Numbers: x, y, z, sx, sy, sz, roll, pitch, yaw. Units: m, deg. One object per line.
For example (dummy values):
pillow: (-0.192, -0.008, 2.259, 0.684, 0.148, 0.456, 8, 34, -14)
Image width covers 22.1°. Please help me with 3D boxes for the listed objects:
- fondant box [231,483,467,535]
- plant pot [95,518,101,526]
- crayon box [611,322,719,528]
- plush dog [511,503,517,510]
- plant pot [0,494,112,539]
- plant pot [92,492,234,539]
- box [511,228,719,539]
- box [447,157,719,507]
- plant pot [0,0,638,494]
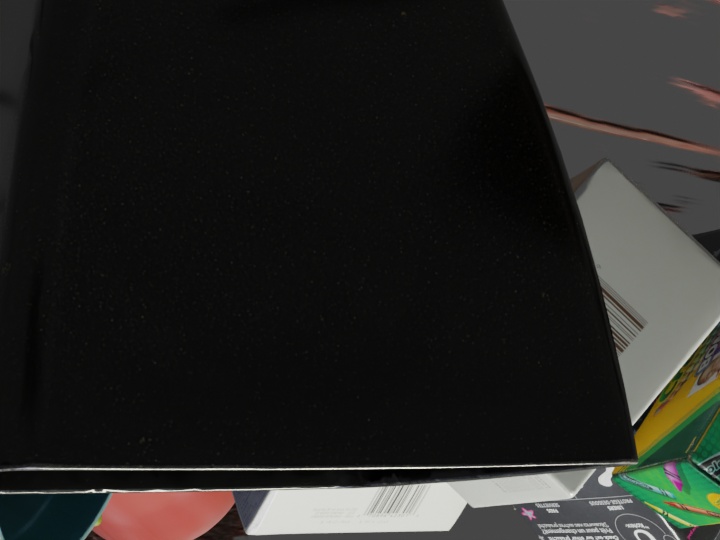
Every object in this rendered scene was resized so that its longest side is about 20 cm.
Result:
fondant box: (-0.025, 0.073, 1.180, 0.144, 0.200, 0.058, 3, 133, -28)
plant pot: (-0.325, 0.114, 1.437, 0.200, 0.182, 0.199, -3, 171, 13)
crayon box: (0.235, 0.049, 1.059, 0.058, 0.200, 0.119, 36, 164, -4)
plush dog: (0.198, 0.194, 2.115, 0.160, 0.172, 0.200, -3, 171, 6)
plant pot: (-0.246, 0.053, 1.069, 0.188, 0.200, 0.200, 12, 176, 17)
plant pot: (-0.214, 0.139, 1.668, 0.200, 0.201, 0.177, -4, 162, 13)
box: (0.191, 0.084, 1.202, 0.132, 0.115, 0.200, -13, -149, 53)
box: (0.098, 0.042, 1.041, 0.106, 0.152, 0.200, 43, 165, -3)
plant pot: (-0.050, -0.018, 0.603, 0.200, 0.178, 0.199, 1, 171, -26)
